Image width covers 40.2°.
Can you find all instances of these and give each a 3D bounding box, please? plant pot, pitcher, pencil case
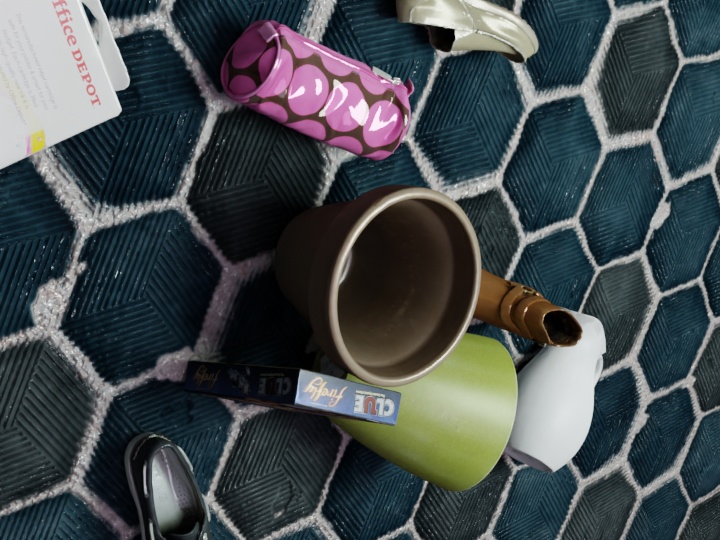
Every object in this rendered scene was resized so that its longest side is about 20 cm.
[{"bbox_3d":[0.047,0.140,1.141,0.198,0.187,0.190,20,95,-26],"label":"plant pot"},{"bbox_3d":[0.275,0.176,1.355,0.172,0.120,0.202,45,66,-48],"label":"pitcher"},{"bbox_3d":[0.000,0.000,1.033,0.198,0.174,0.204,-11,109,-35],"label":"plant pot"},{"bbox_3d":[-0.039,-0.185,0.999,0.198,0.092,0.094,14,133,-41],"label":"pencil case"}]

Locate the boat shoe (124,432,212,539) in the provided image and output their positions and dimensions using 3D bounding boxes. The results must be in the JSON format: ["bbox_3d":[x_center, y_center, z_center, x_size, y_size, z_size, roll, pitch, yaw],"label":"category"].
[{"bbox_3d":[-0.193,0.269,1.032,0.075,0.060,0.203,-29,105,-32],"label":"boat shoe"}]

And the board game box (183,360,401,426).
[{"bbox_3d":[-0.073,0.125,1.013,0.134,0.198,0.035,18,77,-39],"label":"board game box"}]

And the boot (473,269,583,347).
[{"bbox_3d":[0.161,0.042,1.185,0.198,0.155,0.078,24,93,-39],"label":"boot"}]

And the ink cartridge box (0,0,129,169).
[{"bbox_3d":[-0.297,-0.165,0.786,0.198,0.125,0.130,-30,123,-24],"label":"ink cartridge box"}]

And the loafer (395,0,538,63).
[{"bbox_3d":[0.112,-0.271,1.091,0.198,0.076,0.069,20,96,-30],"label":"loafer"}]
